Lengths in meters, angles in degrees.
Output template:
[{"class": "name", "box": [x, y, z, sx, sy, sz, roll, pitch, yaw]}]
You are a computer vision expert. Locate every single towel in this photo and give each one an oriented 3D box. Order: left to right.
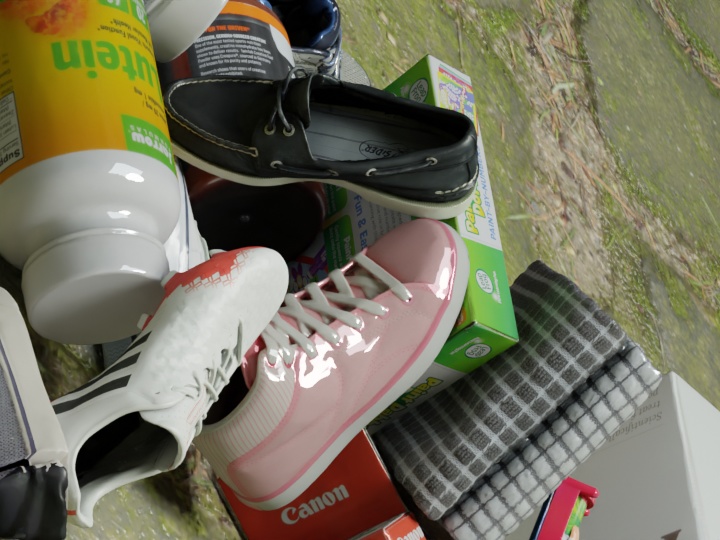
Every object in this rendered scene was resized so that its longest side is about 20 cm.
[{"class": "towel", "box": [0.086, 0.077, 1.675, 0.086, 0.166, 0.200, 44, 0, -12]}]

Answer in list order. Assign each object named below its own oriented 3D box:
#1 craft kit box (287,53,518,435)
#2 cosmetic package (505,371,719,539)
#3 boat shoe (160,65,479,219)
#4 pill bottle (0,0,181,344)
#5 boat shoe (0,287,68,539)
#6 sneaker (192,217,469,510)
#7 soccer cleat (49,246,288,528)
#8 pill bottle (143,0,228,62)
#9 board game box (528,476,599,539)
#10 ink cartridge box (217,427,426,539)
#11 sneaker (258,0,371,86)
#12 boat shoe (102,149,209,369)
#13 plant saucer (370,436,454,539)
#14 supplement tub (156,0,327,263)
[{"class": "craft kit box", "box": [0.000, 0.000, 1.690, 0.048, 0.197, 0.201, 22, 47, -37]}, {"class": "cosmetic package", "box": [0.213, 0.209, 1.935, 0.200, 0.164, 0.166, 40, 33, -42]}, {"class": "boat shoe", "box": [-0.024, -0.085, 1.593, 0.198, 0.066, 0.075, 18, 54, 1]}, {"class": "pill bottle", "box": [-0.161, -0.065, 1.550, 0.111, 0.111, 0.201, 27, 43, -51]}, {"class": "boat shoe", "box": [-0.210, 0.069, 1.377, 0.200, 0.092, 0.075, -127, -143, -58]}, {"class": "sneaker", "box": [-0.024, 0.037, 1.560, 0.075, 0.200, 0.105, 36, -6, 42]}, {"class": "soccer cleat", "box": [-0.103, 0.063, 1.460, 0.200, 0.085, 0.069, -38, 131, -22]}, {"class": "pill bottle", "box": [-0.169, -0.219, 1.636, 0.200, 0.114, 0.115, 38, 33, -19]}, {"class": "board game box", "box": [0.119, 0.188, 1.715, 0.039, 0.201, 0.158, 22, 27, 4]}, {"class": "ink cartridge box", "box": [-0.006, 0.196, 1.595, 0.201, 0.109, 0.050, 63, 23, 1]}, {"class": "sneaker", "box": [-0.041, -0.151, 1.885, 0.200, 0.085, 0.078, 22, 53, -54]}, {"class": "boat shoe", "box": [-0.123, 0.006, 1.615, 0.067, 0.073, 0.202, 24, 58, -57]}, {"class": "plant saucer", "box": [0.028, 0.184, 1.758, 0.200, 0.036, 0.201, 45, 30, -35]}, {"class": "supplement tub", "box": [-0.087, -0.101, 1.723, 0.107, 0.107, 0.201, 35, 32, -45]}]
